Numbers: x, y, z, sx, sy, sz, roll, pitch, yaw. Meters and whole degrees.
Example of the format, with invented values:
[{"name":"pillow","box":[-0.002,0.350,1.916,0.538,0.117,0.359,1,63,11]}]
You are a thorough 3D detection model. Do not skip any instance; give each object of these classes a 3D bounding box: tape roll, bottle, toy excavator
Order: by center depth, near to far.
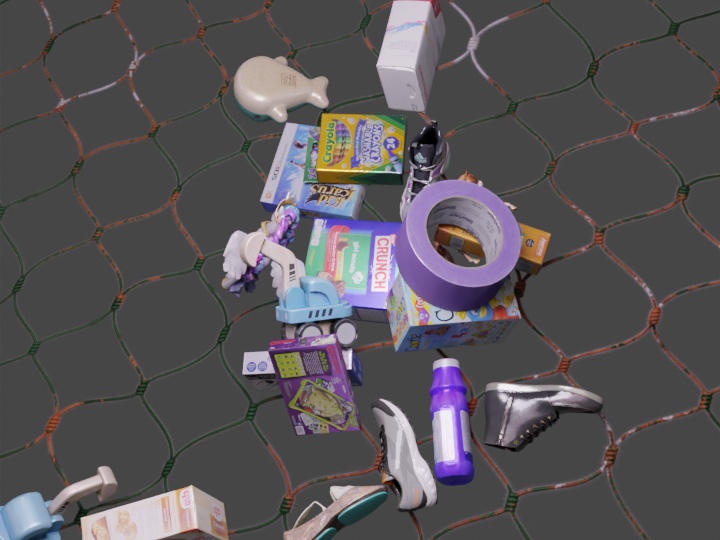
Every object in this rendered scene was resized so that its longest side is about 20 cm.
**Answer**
[{"name":"tape roll","box":[0.160,-0.042,1.547,0.195,0.085,0.204,6,61,-10]},{"name":"bottle","box":[0.150,0.250,1.565,0.064,0.084,0.204,-8,65,11]},{"name":"toy excavator","box":[-0.108,0.033,1.602,0.191,0.100,0.205,-5,93,-23]},{"name":"toy excavator","box":[-0.544,0.424,1.631,0.200,0.193,0.101,-47,59,21]}]

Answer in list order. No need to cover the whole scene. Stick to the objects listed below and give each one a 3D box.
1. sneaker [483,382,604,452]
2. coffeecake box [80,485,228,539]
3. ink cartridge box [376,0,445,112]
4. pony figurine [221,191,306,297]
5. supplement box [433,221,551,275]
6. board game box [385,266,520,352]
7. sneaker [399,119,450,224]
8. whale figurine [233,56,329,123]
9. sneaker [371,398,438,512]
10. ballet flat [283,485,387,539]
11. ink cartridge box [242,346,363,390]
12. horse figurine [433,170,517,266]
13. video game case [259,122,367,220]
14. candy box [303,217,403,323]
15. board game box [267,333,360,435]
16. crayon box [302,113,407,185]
[{"name":"sneaker","box":[0.299,0.248,1.542,0.196,0.075,0.109,0,70,24]},{"name":"coffeecake box","box":[-0.339,0.433,1.563,0.196,0.154,0.074,-17,63,6]},{"name":"ink cartridge box","box":[0.103,-0.441,1.859,0.084,0.148,0.204,9,67,18]},{"name":"pony figurine","box":[-0.183,-0.030,1.715,0.164,0.199,0.196,25,55,-23]},{"name":"supplement box","box":[0.232,-0.059,1.658,0.196,0.069,0.068,19,72,3]},{"name":"board game box","box":[0.155,0.064,1.597,0.196,0.105,0.105,-3,62,-16]},{"name":"sneaker","box":[0.111,-0.185,1.741,0.076,0.140,0.204,8,67,17]},{"name":"whale figurine","box":[-0.164,-0.362,1.932,0.195,0.104,0.162,2,63,-12]},{"name":"sneaker","box":[0.059,0.305,1.559,0.078,0.074,0.203,-17,62,-15]},{"name":"ballet flat","box":[-0.047,0.401,1.557,0.198,0.068,0.068,-35,55,-5]},{"name":"ink cartridge box","box":[-0.100,0.175,1.656,0.195,0.094,0.045,-4,65,12]},{"name":"horse figurine","box":[0.194,-0.086,1.728,0.131,0.050,0.201,32,73,17]},{"name":"video game case","box":[-0.079,-0.192,1.847,0.196,0.046,0.185,10,70,18]},{"name":"candy box","box":[0.000,0.000,1.720,0.196,0.077,0.173,5,69,15]},{"name":"board game box","box":[-0.076,0.196,1.588,0.117,0.203,0.033,-4,36,13]},{"name":"crayon box","box":[-0.012,-0.232,1.795,0.195,0.052,0.128,2,67,7]}]
